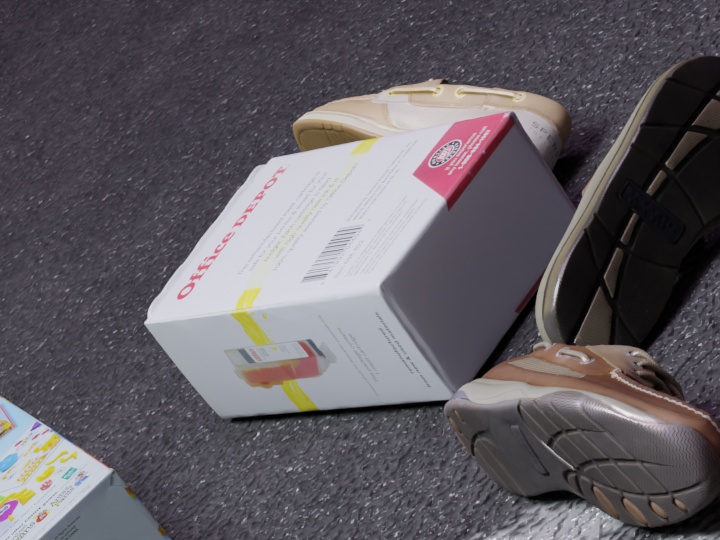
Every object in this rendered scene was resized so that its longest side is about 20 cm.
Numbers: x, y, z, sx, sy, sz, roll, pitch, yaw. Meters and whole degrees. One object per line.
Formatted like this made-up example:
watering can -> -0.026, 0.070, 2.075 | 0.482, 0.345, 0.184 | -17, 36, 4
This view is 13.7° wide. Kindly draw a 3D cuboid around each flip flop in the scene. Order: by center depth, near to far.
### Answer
flip flop -> 0.145, -0.030, 1.523 | 0.200, 0.081, 0.058 | -55, 15, -24

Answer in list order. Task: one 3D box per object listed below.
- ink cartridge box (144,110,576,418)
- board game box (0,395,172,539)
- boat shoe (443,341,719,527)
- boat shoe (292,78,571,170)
ink cartridge box -> 0.000, 0.000, 1.638 | 0.199, 0.084, 0.145 | -7, 37, 48
board game box -> -0.173, 0.151, 1.579 | 0.105, 0.103, 0.200 | -43, 25, -12
boat shoe -> 0.113, 0.064, 1.384 | 0.072, 0.076, 0.200 | -39, 22, -20
boat shoe -> 0.044, -0.075, 1.737 | 0.199, 0.074, 0.069 | 11, 49, 47
